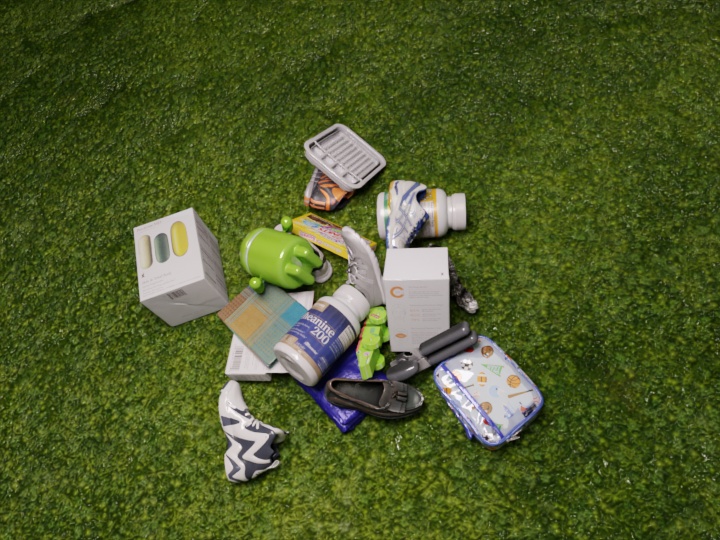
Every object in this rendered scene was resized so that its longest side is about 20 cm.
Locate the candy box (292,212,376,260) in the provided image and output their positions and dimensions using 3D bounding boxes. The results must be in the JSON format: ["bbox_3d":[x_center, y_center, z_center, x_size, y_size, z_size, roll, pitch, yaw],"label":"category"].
[{"bbox_3d":[-0.069,-0.081,1.236,0.199,0.027,0.102,26,31,21],"label":"candy box"}]

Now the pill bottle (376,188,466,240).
[{"bbox_3d":[0.143,-0.131,1.208,0.198,0.113,0.113,-2,62,9],"label":"pill bottle"}]

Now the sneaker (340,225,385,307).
[{"bbox_3d":[0.000,0.000,1.127,0.082,0.201,0.075,-28,18,-5],"label":"sneaker"}]

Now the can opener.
[{"bbox_3d":[0.141,0.170,1.032,0.200,0.053,0.067,-35,21,24],"label":"can opener"}]

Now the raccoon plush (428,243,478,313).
[{"bbox_3d":[0.147,0.033,1.125,0.134,0.097,0.200,-32,62,-11],"label":"raccoon plush"}]

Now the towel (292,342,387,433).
[{"bbox_3d":[-0.046,0.220,1.091,0.148,0.050,0.200,-42,63,-12],"label":"towel"}]

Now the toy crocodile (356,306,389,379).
[{"bbox_3d":[0.023,0.142,1.073,0.061,0.068,0.200,-3,35,17],"label":"toy crocodile"}]

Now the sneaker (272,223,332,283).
[{"bbox_3d":[-0.143,-0.058,1.240,0.074,0.080,0.200,-44,62,-12],"label":"sneaker"}]

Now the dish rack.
[{"bbox_3d":[-0.041,-0.277,1.298,0.171,0.044,0.200,39,43,2],"label":"dish rack"}]

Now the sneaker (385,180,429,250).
[{"bbox_3d":[0.102,-0.101,1.108,0.087,0.075,0.201,2,75,10],"label":"sneaker"}]

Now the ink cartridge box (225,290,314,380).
[{"bbox_3d":[-0.192,0.142,1.148,0.175,0.045,0.201,-2,56,10],"label":"ink cartridge box"}]

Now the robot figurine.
[{"bbox_3d":[-0.183,-0.028,1.146,0.199,0.116,0.176,17,78,34],"label":"robot figurine"}]

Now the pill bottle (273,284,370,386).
[{"bbox_3d":[-0.071,0.124,1.051,0.111,0.111,0.200,31,60,23],"label":"pill bottle"}]

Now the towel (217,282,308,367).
[{"bbox_3d":[-0.206,0.104,1.139,0.147,0.022,0.200,-43,56,-18],"label":"towel"}]

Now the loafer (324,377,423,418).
[{"bbox_3d":[0.028,0.244,1.012,0.198,0.063,0.072,6,63,-1],"label":"loafer"}]

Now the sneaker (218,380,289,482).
[{"bbox_3d":[-0.210,0.314,1.054,0.129,0.080,0.200,-13,61,2],"label":"sneaker"}]

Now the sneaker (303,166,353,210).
[{"bbox_3d":[-0.065,-0.228,1.327,0.111,0.078,0.201,15,62,2],"label":"sneaker"}]

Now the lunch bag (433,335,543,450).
[{"bbox_3d":[0.246,0.241,1.016,0.160,0.076,0.200,-36,61,-7],"label":"lunch bag"}]

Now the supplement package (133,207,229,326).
[{"bbox_3d":[-0.418,-0.006,1.218,0.151,0.151,0.201,-19,61,0],"label":"supplement package"}]

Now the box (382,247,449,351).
[{"bbox_3d":[0.117,0.062,1.049,0.123,0.201,0.098,-1,40,9],"label":"box"}]
